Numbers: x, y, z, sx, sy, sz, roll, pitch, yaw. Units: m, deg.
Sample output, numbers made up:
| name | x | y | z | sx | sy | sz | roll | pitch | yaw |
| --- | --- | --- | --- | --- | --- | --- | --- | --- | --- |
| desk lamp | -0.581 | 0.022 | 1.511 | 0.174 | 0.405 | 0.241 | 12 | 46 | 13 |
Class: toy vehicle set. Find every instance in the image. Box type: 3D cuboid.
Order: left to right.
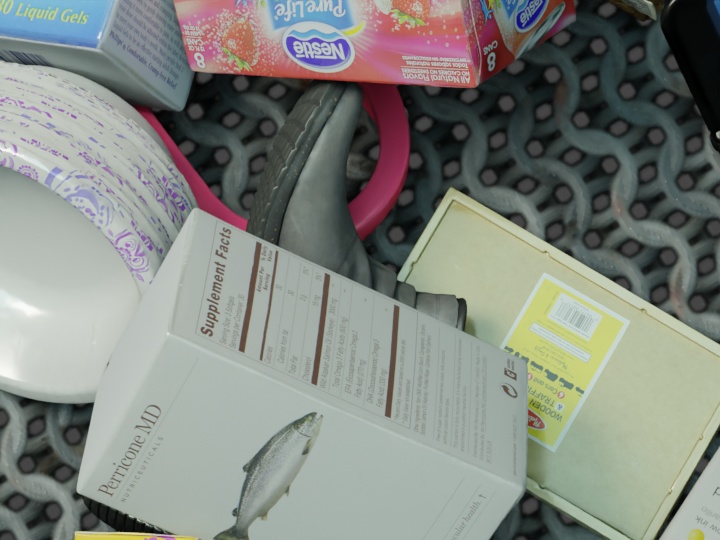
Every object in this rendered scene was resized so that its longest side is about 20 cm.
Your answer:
| name | x | y | z | sx | sy | sz | roll | pitch | yaw |
| --- | --- | --- | --- | --- | --- | --- | --- | --- | --- |
| toy vehicle set | 0.104 | 0.057 | 1.537 | 0.199 | 0.027 | 0.125 | 31 | 85 | 10 |

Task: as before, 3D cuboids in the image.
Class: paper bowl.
| name | x | y | z | sx | sy | sz | roll | pitch | yaw |
| --- | --- | --- | --- | --- | --- | --- | --- | --- | --- |
| paper bowl | -0.177 | -0.031 | 1.506 | 0.200 | 0.201 | 0.105 | 18 | 48 | 9 |

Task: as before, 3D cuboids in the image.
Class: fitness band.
| name | x | y | z | sx | sy | sz | roll | pitch | yaw |
| --- | --- | --- | --- | --- | --- | --- | --- | --- | --- |
| fitness band | -0.059 | -0.092 | 1.563 | 0.143 | 0.037 | 0.200 | -35 | 73 | -9 |

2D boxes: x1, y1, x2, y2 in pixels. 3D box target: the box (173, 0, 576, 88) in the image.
| name | x | y | z | sx | sy | sz | roll | pitch | yaw |
| --- | --- | --- | --- | --- | --- | --- | --- | --- | --- |
| box | 0.002 | -0.160 | 1.451 | 0.199 | 0.100 | 0.096 | 6 | 118 | 38 |

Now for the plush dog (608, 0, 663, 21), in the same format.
| name | x | y | z | sx | sy | sz | roll | pitch | yaw |
| --- | --- | --- | --- | --- | --- | --- | --- | --- | --- |
| plush dog | 0.143 | -0.247 | 1.531 | 0.160 | 0.200 | 0.172 | 27 | 94 | -23 |

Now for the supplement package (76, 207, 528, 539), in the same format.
| name | x | y | z | sx | sy | sz | roll | pitch | yaw |
| --- | --- | --- | --- | --- | --- | --- | --- | --- | --- |
| supplement package | -0.027 | 0.079 | 1.405 | 0.199 | 0.118 | 0.117 | 24 | 122 | -12 |

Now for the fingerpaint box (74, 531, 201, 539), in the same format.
| name | x | y | z | sx | sy | sz | roll | pitch | yaw |
| --- | --- | --- | --- | --- | --- | --- | --- | --- | --- |
| fingerpaint box | -0.094 | 0.242 | 1.419 | 0.073 | 0.200 | 0.168 | 1 | 70 | 18 |

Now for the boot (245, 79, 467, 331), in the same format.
| name | x | y | z | sx | sy | sz | roll | pitch | yaw |
| --- | --- | --- | --- | --- | --- | --- | --- | --- | --- |
| boot | 0.000 | 0.000 | 1.494 | 0.131 | 0.070 | 0.201 | 18 | 101 | -9 |

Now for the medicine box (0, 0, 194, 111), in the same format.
| name | x | y | z | sx | sy | sz | roll | pitch | yaw |
| --- | --- | --- | --- | --- | --- | --- | --- | --- | --- |
| medicine box | -0.169 | -0.207 | 1.541 | 0.181 | 0.103 | 0.201 | 9 | 76 | 26 |

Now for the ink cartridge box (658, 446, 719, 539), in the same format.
| name | x | y | z | sx | sy | sz | roll | pitch | yaw |
| --- | --- | --- | --- | --- | --- | --- | --- | --- | --- |
| ink cartridge box | 0.185 | 0.225 | 1.406 | 0.147 | 0.145 | 0.200 | 32 | 61 | 9 |

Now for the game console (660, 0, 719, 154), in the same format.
| name | x | y | z | sx | sy | sz | roll | pitch | yaw |
| --- | --- | --- | --- | --- | --- | --- | --- | --- | --- |
| game console | 0.290 | -0.114 | 1.502 | 0.200 | 0.116 | 0.176 | -34 | 78 | 0 |

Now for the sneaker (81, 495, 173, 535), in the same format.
| name | x | y | z | sx | sy | sz | roll | pitch | yaw |
| --- | --- | --- | --- | --- | --- | --- | --- | --- | --- |
| sneaker | -0.052 | 0.130 | 1.522 | 0.199 | 0.074 | 0.089 | 16 | 75 | -2 |
